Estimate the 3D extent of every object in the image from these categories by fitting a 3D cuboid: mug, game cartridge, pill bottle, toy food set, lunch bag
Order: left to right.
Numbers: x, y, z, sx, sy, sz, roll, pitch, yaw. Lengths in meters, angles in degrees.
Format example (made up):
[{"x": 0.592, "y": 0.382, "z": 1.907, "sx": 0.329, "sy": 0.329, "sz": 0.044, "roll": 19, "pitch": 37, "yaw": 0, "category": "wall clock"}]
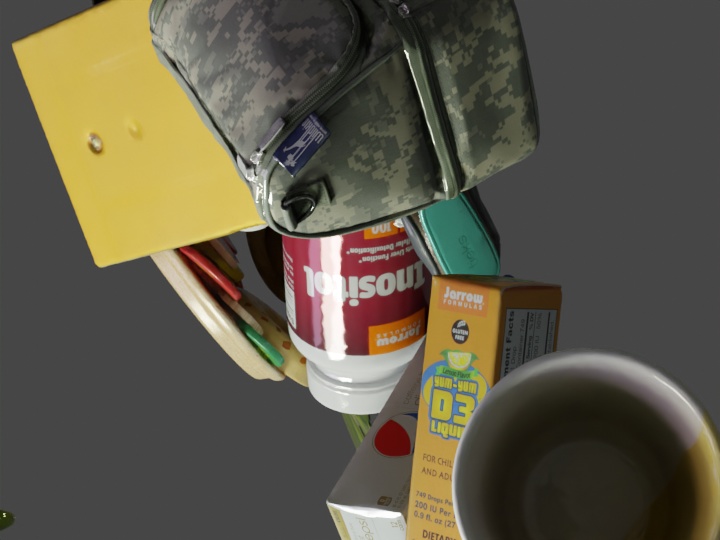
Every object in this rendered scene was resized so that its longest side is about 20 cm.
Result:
[{"x": -0.145, "y": -0.102, "z": 1.260, "sx": 0.199, "sy": 0.032, "sz": 0.177, "roll": -12, "pitch": 101, "yaw": 44, "category": "game cartridge"}, {"x": -0.111, "y": 0.005, "z": 1.410, "sx": 0.200, "sy": 0.049, "sz": 0.198, "roll": 53, "pitch": -179, "yaw": 25, "category": "toy food set"}, {"x": -0.015, "y": -0.117, "z": 1.018, "sx": 0.200, "sy": 0.167, "sz": 0.140, "roll": 54, "pitch": 168, "yaw": 44, "category": "lunch bag"}, {"x": 0.000, "y": 0.000, "z": 1.333, "sx": 0.113, "sy": 0.112, "sz": 0.201, "roll": -128, "pitch": 29, "yaw": -51, "category": "pill bottle"}, {"x": 0.137, "y": 0.147, "z": 1.043, "sx": 0.153, "sy": 0.149, "sz": 0.187, "roll": 63, "pitch": -176, "yaw": -77, "category": "mug"}]

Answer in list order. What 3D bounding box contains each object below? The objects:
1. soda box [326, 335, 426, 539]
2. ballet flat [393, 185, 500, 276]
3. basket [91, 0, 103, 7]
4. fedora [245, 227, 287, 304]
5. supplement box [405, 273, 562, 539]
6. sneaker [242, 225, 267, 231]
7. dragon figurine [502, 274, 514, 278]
[{"x": 0.053, "y": 0.119, "z": 1.283, "sx": 0.063, "sy": 0.200, "sz": 0.068, "roll": 3, "pitch": 131, "yaw": 31, "category": "soda box"}, {"x": 0.038, "y": -0.070, "z": 1.200, "sx": 0.073, "sy": 0.073, "sz": 0.201, "roll": 52, "pitch": 169, "yaw": 52, "category": "ballet flat"}, {"x": -0.132, "y": -0.187, "z": 1.662, "sx": 0.180, "sy": 0.136, "sz": 0.200, "roll": 26, "pitch": 158, "yaw": 32, "category": "basket"}, {"x": -0.034, "y": -0.035, "z": 1.445, "sx": 0.200, "sy": 0.082, "sz": 0.202, "roll": 24, "pitch": 122, "yaw": 45, "category": "fedora"}, {"x": 0.076, "y": 0.104, "z": 1.147, "sx": 0.066, "sy": 0.069, "sz": 0.201, "roll": 8, "pitch": 92, "yaw": 45, "category": "supplement box"}, {"x": -0.096, "y": -0.085, "z": 1.338, "sx": 0.082, "sy": 0.077, "sz": 0.200, "roll": 22, "pitch": -165, "yaw": -40, "category": "sneaker"}, {"x": 0.088, "y": 0.104, "z": 1.220, "sx": 0.099, "sy": 0.201, "sz": 0.059, "roll": 30, "pitch": -164, "yaw": 31, "category": "dragon figurine"}]
